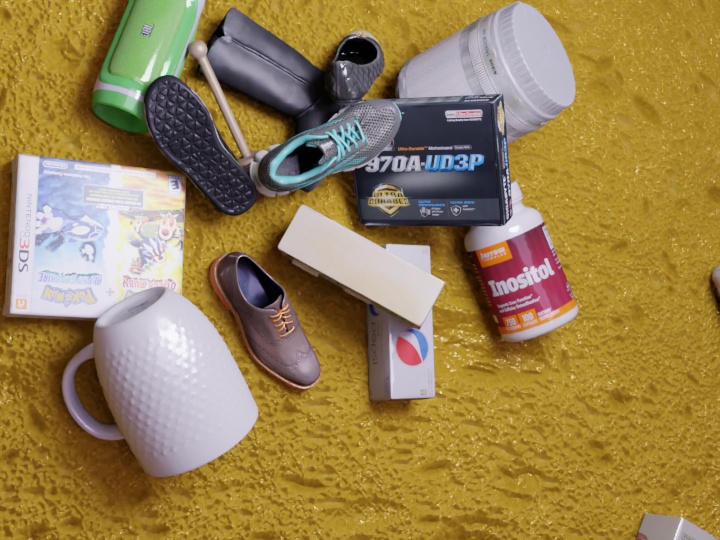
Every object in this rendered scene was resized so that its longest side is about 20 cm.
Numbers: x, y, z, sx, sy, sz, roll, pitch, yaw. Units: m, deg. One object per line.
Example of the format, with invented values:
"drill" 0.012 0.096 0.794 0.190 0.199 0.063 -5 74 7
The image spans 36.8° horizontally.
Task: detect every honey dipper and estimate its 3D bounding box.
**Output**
"honey dipper" -0.162 -0.186 1.325 0.038 0.038 0.200 -36 113 -26

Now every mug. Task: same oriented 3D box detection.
"mug" -0.239 0.123 1.211 0.199 0.148 0.176 -20 109 13

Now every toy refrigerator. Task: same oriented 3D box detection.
"toy refrigerator" 0.000 0.000 1.341 0.200 0.076 0.070 29 85 4

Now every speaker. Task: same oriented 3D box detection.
"speaker" -0.250 -0.268 1.290 0.088 0.088 0.201 24 73 -22

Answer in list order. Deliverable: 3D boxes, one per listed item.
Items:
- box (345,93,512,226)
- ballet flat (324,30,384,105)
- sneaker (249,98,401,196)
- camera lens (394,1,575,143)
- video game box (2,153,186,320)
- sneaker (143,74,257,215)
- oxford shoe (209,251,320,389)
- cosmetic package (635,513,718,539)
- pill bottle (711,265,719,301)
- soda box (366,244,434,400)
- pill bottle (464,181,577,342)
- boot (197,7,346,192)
"box" 0.087 -0.137 1.366 0.046 0.199 0.159 -42 129 -58
"ballet flat" -0.004 -0.269 1.378 0.066 0.200 0.057 4 121 5
"sneaker" -0.036 -0.145 1.300 0.200 0.091 0.078 -30 99 -6
"camera lens" 0.157 -0.236 1.414 0.160 0.200 0.160 31 47 -40
"video game box" -0.305 -0.033 1.255 0.199 0.047 0.183 4 84 -27
"sneaker" -0.197 -0.146 1.291 0.072 0.083 0.200 -34 121 -5
"oxford shoe" -0.109 0.064 1.325 0.071 0.073 0.200 -43 103 -25
"cosmetic package" 0.431 0.460 1.541 0.103 0.087 0.200 34 71 -18
"pill bottle" 0.629 0.076 1.675 0.116 0.116 0.201 -23 94 -27
"soda box" 0.051 0.068 1.412 0.068 0.064 0.201 2 83 -27
"pill bottle" 0.210 -0.013 1.475 0.113 0.113 0.200 -25 95 -27
"boot" -0.114 -0.213 1.361 0.200 0.066 0.165 31 62 -23
